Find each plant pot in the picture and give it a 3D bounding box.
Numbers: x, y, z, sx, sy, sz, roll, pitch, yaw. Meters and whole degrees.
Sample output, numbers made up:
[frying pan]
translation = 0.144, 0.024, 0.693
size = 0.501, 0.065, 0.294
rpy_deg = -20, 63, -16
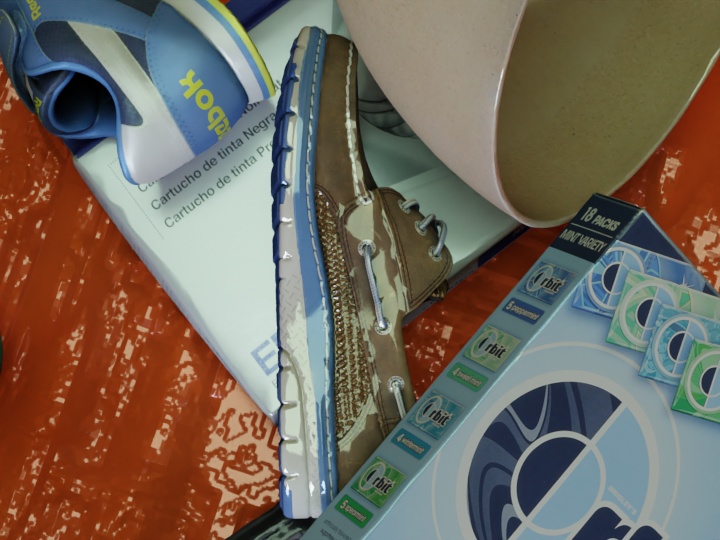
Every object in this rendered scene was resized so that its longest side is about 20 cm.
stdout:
[plant pot]
translation = 0.062, -0.138, 0.879
size = 0.134, 0.200, 0.201
rpy_deg = 32, 81, 26

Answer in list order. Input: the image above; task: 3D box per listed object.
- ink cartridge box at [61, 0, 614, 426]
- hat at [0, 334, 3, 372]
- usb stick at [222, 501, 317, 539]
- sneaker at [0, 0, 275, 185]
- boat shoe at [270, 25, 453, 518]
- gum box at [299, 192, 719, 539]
[ink cartridge box]
translation = -0.021, -0.070, 0.970
size = 0.199, 0.041, 0.200
rpy_deg = -38, 81, -6
[hat]
translation = -0.273, 0.041, 0.900
size = 0.176, 0.200, 0.166
rpy_deg = -44, 59, 9
[usb stick]
translation = -0.097, 0.163, 0.922
size = 0.199, 0.056, 0.033
rpy_deg = -34, 57, -5
[sneaker]
translation = -0.130, -0.110, 0.942
size = 0.200, 0.074, 0.082
rpy_deg = 35, 79, 28
[boat shoe]
translation = 0.000, 0.000, 0.906
size = 0.072, 0.072, 0.202
rpy_deg = -1, 91, -4
[gum box]
translation = 0.092, 0.100, 0.891
size = 0.200, 0.045, 0.170
rpy_deg = -49, 115, -8
